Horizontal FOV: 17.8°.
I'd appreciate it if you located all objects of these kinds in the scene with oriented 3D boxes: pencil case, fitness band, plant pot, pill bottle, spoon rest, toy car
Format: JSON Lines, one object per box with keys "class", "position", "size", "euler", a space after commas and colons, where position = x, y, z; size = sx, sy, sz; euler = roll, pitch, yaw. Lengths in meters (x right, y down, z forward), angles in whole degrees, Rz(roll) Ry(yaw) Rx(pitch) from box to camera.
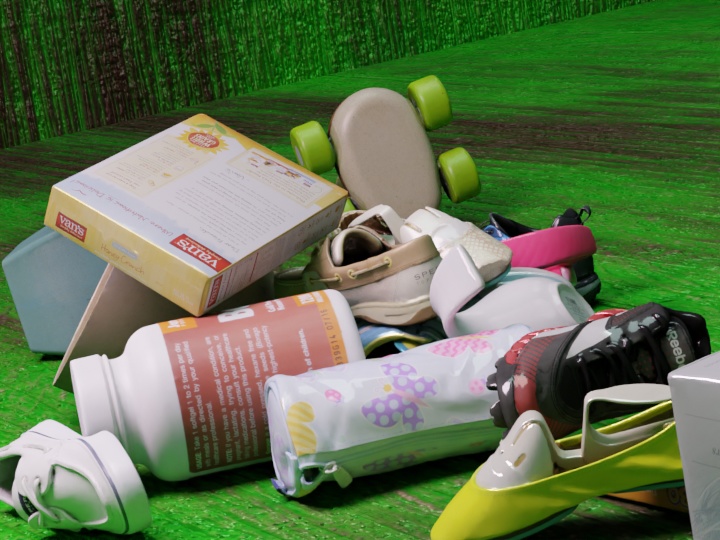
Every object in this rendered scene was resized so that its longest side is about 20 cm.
{"class": "pencil case", "position": [0.033, 0.094, 1.550], "size": [0.199, 0.084, 0.091], "euler": [-12, 17, -15]}
{"class": "fitness band", "position": [0.097, 0.012, 1.857], "size": [0.199, 0.038, 0.143], "euler": [-23, -11, 27]}
{"class": "plant pot", "position": [-0.213, -0.003, 2.097], "size": [0.199, 0.142, 0.141], "euler": [-16, 11, 7]}
{"class": "pill bottle", "position": [-0.099, 0.085, 1.622], "size": [0.199, 0.113, 0.112], "euler": [-11, 11, -10]}
{"class": "plant pot", "position": [-0.140, 0.029, 1.821], "size": [0.134, 0.201, 0.200], "euler": [26, 9, -6]}
{"class": "spoon rest", "position": [0.112, 0.035, 1.650], "size": [0.061, 0.100, 0.200], "euler": [-40, -35, 20]}
{"class": "toy car", "position": [0.014, -0.108, 2.433], "size": [0.164, 0.158, 0.200], "euler": [-22, 2, -10]}

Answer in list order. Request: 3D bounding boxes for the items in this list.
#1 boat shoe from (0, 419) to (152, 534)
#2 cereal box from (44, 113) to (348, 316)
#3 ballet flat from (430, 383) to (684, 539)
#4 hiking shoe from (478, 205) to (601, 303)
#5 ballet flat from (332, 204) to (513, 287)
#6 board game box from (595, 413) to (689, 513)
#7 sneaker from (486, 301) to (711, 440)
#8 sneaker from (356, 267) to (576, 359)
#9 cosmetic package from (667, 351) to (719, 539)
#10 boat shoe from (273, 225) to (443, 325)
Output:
{"class": "boat shoe", "position": [-0.199, 0.147, 1.539], "size": [0.065, 0.074, 0.200], "euler": [-25, 10, -24]}
{"class": "cereal box", "position": [-0.119, -0.045, 1.699], "size": [0.143, 0.040, 0.200], "euler": [30, 32, 19]}
{"class": "ballet flat", "position": [0.129, 0.108, 1.362], "size": [0.199, 0.067, 0.067], "euler": [-17, 18, 10]}
{"class": "hiking shoe", "position": [0.106, -0.007, 1.973], "size": [0.199, 0.087, 0.074], "euler": [-6, 11, 14]}
{"class": "ballet flat", "position": [0.038, -0.019, 1.770], "size": [0.067, 0.063, 0.200], "euler": [-39, 21, -28]}
{"class": "board game box", "position": [0.207, 0.120, 1.423], "size": [0.095, 0.030, 0.200], "euler": [-16, 15, -33]}
{"class": "sneaker", "position": [0.162, 0.063, 1.499], "size": [0.098, 0.071, 0.200], "euler": [-13, 2, 39]}
{"class": "sneaker", "position": [0.077, 0.058, 1.716], "size": [0.199, 0.080, 0.131], "euler": [-16, 13, -4]}
{"class": "cosmetic package", "position": [0.242, 0.129, 0.912], "size": [0.123, 0.201, 0.199], "euler": [-19, 15, -32]}
{"class": "boat shoe", "position": [0.000, 0.000, 1.723], "size": [0.074, 0.067, 0.200], "euler": [-23, 14, -37]}
